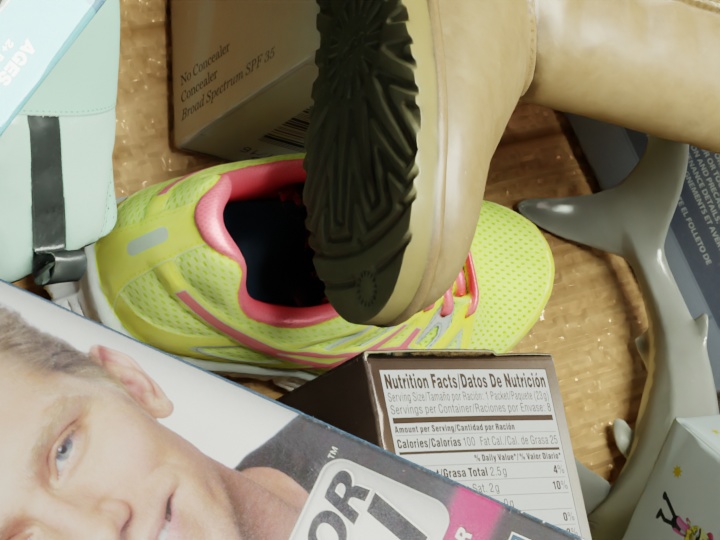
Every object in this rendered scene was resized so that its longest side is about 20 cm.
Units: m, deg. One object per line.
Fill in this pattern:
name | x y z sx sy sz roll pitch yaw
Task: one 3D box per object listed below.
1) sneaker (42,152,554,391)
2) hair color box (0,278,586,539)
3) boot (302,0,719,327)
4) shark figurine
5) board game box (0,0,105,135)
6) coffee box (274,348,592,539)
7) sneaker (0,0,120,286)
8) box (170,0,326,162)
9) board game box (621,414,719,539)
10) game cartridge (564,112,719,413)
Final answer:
sneaker | 0.000 0.000 0.792 0.199 0.090 0.079 -3 72 -41
hair color box | -0.046 0.082 0.651 0.199 0.061 0.101 23 78 11
boot | 0.084 -0.054 0.763 0.199 0.066 0.176 11 70 -27
shark figurine | 0.116 0.057 0.867 0.128 0.089 0.216 32 56 -26
board game box | -0.127 -0.149 0.595 0.200 0.047 0.151 40 71 -14
coffee box | 0.017 0.136 0.732 0.079 0.114 0.201 1 69 -38
sneaker | -0.160 -0.030 0.687 0.199 0.074 0.119 -12 114 -17
box | -0.013 -0.141 0.842 0.077 0.095 0.201 12 62 -35
board game box | 0.171 0.119 0.838 0.199 0.148 0.064 -3 33 -40
game cartridge | 0.146 -0.053 0.905 0.041 0.133 0.201 -21 86 -50
